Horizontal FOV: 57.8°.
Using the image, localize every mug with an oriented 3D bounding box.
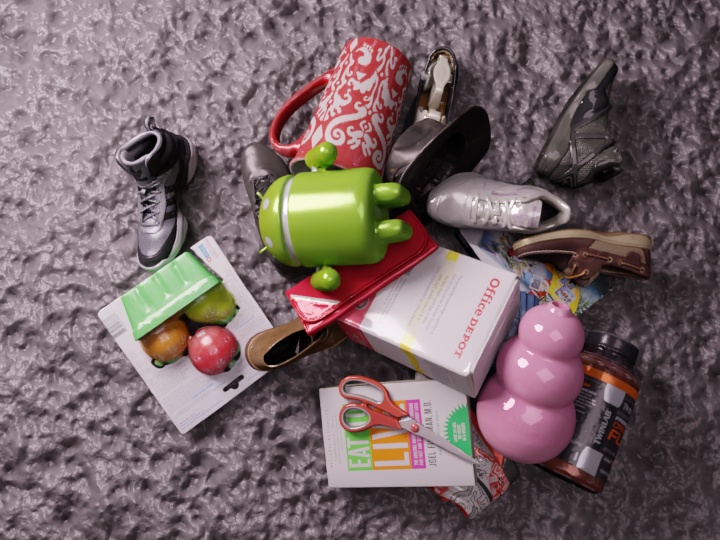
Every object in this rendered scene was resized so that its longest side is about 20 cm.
[{"bbox_3d":[-0.024,-0.220,0.920,0.175,0.133,0.203,22,76,-11],"label":"mug"}]

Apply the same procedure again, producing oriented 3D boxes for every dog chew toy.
[{"bbox_3d":[0.216,0.133,0.801,0.122,0.125,0.203,11,112,-1],"label":"dog chew toy"}]

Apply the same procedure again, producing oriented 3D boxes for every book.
[{"bbox_3d":[0.049,0.215,0.864,0.196,0.048,0.136,-7,83,16],"label":"book"}]

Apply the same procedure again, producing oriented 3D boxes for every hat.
[{"bbox_3d":[0.090,-0.153,0.903,0.200,0.201,0.081,-44,65,-9],"label":"hat"}]

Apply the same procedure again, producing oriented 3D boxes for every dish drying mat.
[{"bbox_3d":[0.000,0.000,0.838,0.198,0.018,0.077,-34,55,-1],"label":"dish drying mat"}]

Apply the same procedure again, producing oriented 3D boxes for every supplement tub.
[{"bbox_3d":[0.310,0.187,0.886,0.106,0.107,0.203,25,81,1],"label":"supplement tub"}]

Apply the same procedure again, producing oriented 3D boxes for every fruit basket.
[{"bbox_3d":[-0.224,0.086,0.894,0.184,0.094,0.201,-36,100,-8],"label":"fruit basket"}]

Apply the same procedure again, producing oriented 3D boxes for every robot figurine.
[{"bbox_3d":[-0.037,-0.064,0.808,0.196,0.116,0.179,-2,91,16],"label":"robot figurine"}]

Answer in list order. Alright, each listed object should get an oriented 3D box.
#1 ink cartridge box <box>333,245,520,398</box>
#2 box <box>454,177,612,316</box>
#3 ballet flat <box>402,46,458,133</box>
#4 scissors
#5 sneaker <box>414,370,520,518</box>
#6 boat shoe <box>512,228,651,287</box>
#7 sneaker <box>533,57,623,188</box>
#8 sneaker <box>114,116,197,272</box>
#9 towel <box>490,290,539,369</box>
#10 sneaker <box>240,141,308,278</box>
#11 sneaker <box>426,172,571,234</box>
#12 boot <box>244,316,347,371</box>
[{"bbox_3d":[0.088,0.051,0.841,0.198,0.084,0.146,22,69,27],"label":"ink cartridge box"},{"bbox_3d":[0.250,-0.013,0.949,0.136,0.038,0.201,-34,84,-8],"label":"box"},{"bbox_3d":[0.105,-0.239,0.963,0.072,0.073,0.204,14,80,-1],"label":"ballet flat"},{"bbox_3d":[0.061,0.189,0.833,0.197,0.014,0.075,12,87,17],"label":"scissors"},{"bbox_3d":[0.116,0.236,0.886,0.108,0.067,0.202,-40,88,-11],"label":"sneaker"},{"bbox_3d":[0.308,-0.013,0.900,0.196,0.072,0.073,2,79,-9],"label":"boat shoe"},{"bbox_3d":[0.350,-0.209,0.971,0.113,0.076,0.202,28,83,0],"label":"sneaker"},{"bbox_3d":[-0.288,-0.105,0.888,0.074,0.114,0.204,5,78,18],"label":"sneaker"},{"bbox_3d":[0.145,0.077,0.902,0.196,0.049,0.114,3,79,12],"label":"towel"},{"bbox_3d":[-0.120,-0.092,0.913,0.075,0.091,0.203,-23,81,3],"label":"sneaker"},{"bbox_3d":[0.188,-0.089,0.876,0.196,0.100,0.076,0,103,-10],"label":"sneaker"},{"bbox_3d":[-0.056,0.080,0.881,0.198,0.075,0.075,-28,98,-25],"label":"boot"}]
